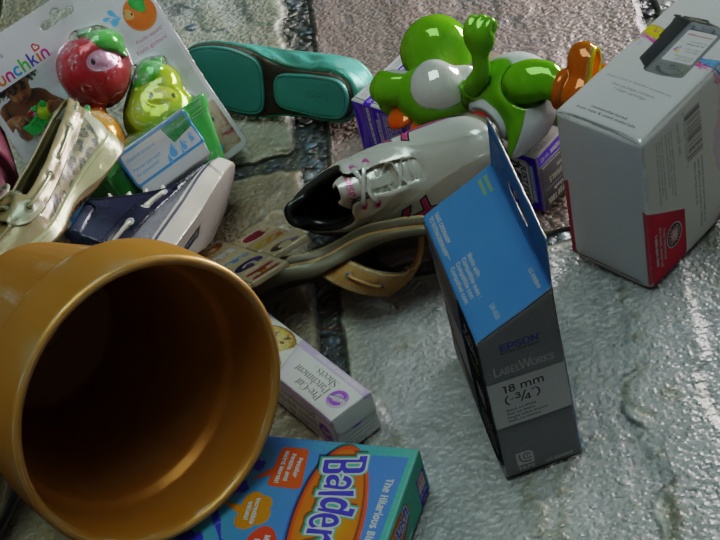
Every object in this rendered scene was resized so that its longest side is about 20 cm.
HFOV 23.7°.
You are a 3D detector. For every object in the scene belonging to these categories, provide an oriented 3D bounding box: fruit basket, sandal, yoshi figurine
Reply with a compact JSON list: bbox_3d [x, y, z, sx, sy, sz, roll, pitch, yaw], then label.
[{"bbox_3d":[-0.214,-0.144,1.477,0.185,0.201,0.093,-37,18,-25],"label":"fruit basket"},{"bbox_3d":[0.000,0.000,1.351,0.198,0.080,0.055,-18,81,19],"label":"sandal"},{"bbox_3d":[0.104,-0.165,1.383,0.198,0.113,0.112,4,30,25],"label":"yoshi figurine"}]

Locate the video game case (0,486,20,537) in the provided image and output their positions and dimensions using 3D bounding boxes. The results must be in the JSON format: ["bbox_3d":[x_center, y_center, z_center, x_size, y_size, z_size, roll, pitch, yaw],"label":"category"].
[{"bbox_3d":[-0.348,0.160,1.314,0.198,0.022,0.183,1,43,19],"label":"video game case"}]

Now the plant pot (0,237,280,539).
[{"bbox_3d":[-0.186,0.063,1.179,0.200,0.201,0.183,-36,34,-22],"label":"plant pot"}]

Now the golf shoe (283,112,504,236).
[{"bbox_3d":[0.027,-0.066,1.351,0.199,0.073,0.092,-22,-3,42],"label":"golf shoe"}]

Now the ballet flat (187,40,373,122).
[{"bbox_3d":[-0.071,-0.175,1.582,0.198,0.068,0.070,14,24,30],"label":"ballet flat"}]

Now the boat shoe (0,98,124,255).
[{"bbox_3d":[-0.261,-0.055,1.349,0.073,0.063,0.201,-26,24,41],"label":"boat shoe"}]

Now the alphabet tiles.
[{"bbox_3d":[-0.140,0.019,1.362,0.199,0.006,0.166,-32,17,-16],"label":"alphabet tiles"}]

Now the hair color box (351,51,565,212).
[{"bbox_3d":[0.103,-0.130,1.464,0.199,0.065,0.109,22,53,34],"label":"hair color box"}]

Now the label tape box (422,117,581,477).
[{"bbox_3d":[0.094,0.020,1.191,0.063,0.201,0.145,-17,40,-2],"label":"label tape box"}]

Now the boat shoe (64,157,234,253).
[{"bbox_3d":[-0.172,-0.047,1.407,0.092,0.075,0.200,18,29,7],"label":"boat shoe"}]

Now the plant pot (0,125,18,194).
[{"bbox_3d":[-0.365,-0.020,1.409,0.198,0.201,0.180,-21,56,-6],"label":"plant pot"}]

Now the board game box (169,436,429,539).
[{"bbox_3d":[-0.068,0.184,1.179,0.198,0.045,0.153,3,44,20],"label":"board game box"}]

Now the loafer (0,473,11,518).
[{"bbox_3d":[-0.289,0.124,1.268,0.075,0.069,0.201,-1,43,16],"label":"loafer"}]

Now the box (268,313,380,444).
[{"bbox_3d":[-0.062,0.069,1.310,0.041,0.039,0.200,-34,44,-20],"label":"box"}]

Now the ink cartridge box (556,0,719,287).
[{"bbox_3d":[0.246,-0.109,1.329,0.085,0.149,0.200,23,53,35],"label":"ink cartridge box"}]
